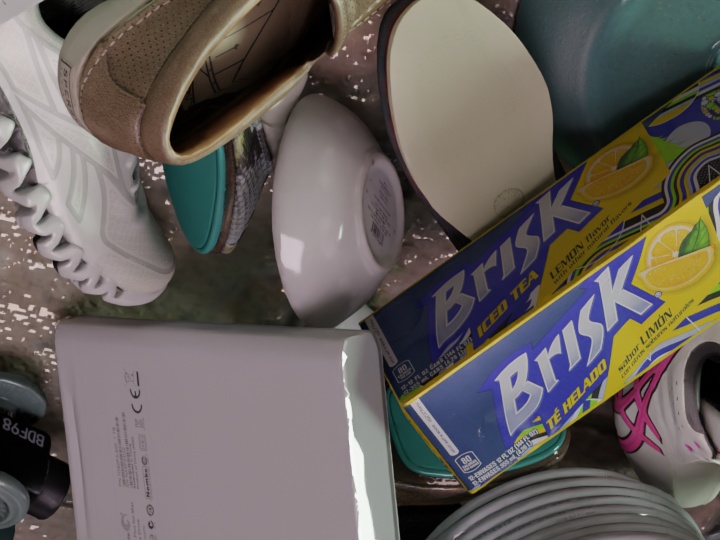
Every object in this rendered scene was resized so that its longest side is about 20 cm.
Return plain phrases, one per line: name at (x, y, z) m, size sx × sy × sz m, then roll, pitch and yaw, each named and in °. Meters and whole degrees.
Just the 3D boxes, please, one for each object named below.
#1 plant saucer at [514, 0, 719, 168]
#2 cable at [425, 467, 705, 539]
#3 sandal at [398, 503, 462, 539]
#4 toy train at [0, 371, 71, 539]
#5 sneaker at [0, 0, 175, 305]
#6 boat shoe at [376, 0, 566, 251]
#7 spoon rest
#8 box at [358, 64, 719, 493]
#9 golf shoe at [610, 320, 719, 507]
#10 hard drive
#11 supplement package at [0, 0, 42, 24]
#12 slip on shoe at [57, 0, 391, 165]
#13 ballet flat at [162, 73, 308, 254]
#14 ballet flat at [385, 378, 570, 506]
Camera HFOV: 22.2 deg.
plant saucer at (0.168, -0.098, 0.806) m, size 0.198 × 0.036 × 0.201 m, roll -3°, pitch 130°, yaw -3°
cable at (0.099, 0.199, 0.945) m, size 0.199 × 0.069 × 0.200 m, roll 32°, pitch 103°, yaw -35°
sandal at (-0.042, 0.139, 0.979) m, size 0.198 × 0.045 × 0.075 m, roll -5°, pitch 144°, yaw -10°
toy train at (-0.240, 0.079, 0.887) m, size 0.199 × 0.086 × 0.114 m, roll 30°, pitch 134°, yaw -30°
sneaker at (-0.123, -0.065, 0.783) m, size 0.081 × 0.075 × 0.201 m, roll -27°, pitch 129°, yaw 5°
boat shoe at (0.057, -0.048, 0.818) m, size 0.071 × 0.063 × 0.201 m, roll -35°, pitch 127°, yaw 0°
spoon rest at (0.000, 0.000, 0.841) m, size 0.060 × 0.100 × 0.200 m, roll -3°, pitch 148°, yaw 24°
box at (0.102, 0.002, 0.782) m, size 0.199 × 0.070 × 0.064 m, roll -36°, pitch 124°, yaw 4°
golf shoe at (0.166, 0.067, 0.903) m, size 0.072 × 0.093 × 0.201 m, roll -7°, pitch 140°, yaw -1°
hard drive at (-0.064, 0.090, 0.829) m, size 0.026 × 0.199 × 0.133 m, roll -12°, pitch 99°, yaw -45°
supplement package at (-0.142, -0.167, 0.633) m, size 0.199 × 0.156 × 0.111 m, roll -26°, pitch 126°, yaw 15°
slip on shoe at (-0.021, -0.107, 0.700) m, size 0.199 × 0.060 × 0.077 m, roll -34°, pitch 135°, yaw -25°
ballet flat at (-0.055, -0.092, 0.770) m, size 0.071 × 0.072 × 0.202 m, roll -7°, pitch 132°, yaw 0°
ballet flat at (0.006, 0.092, 0.933) m, size 0.198 × 0.069 × 0.067 m, roll -1°, pitch 151°, yaw -13°
